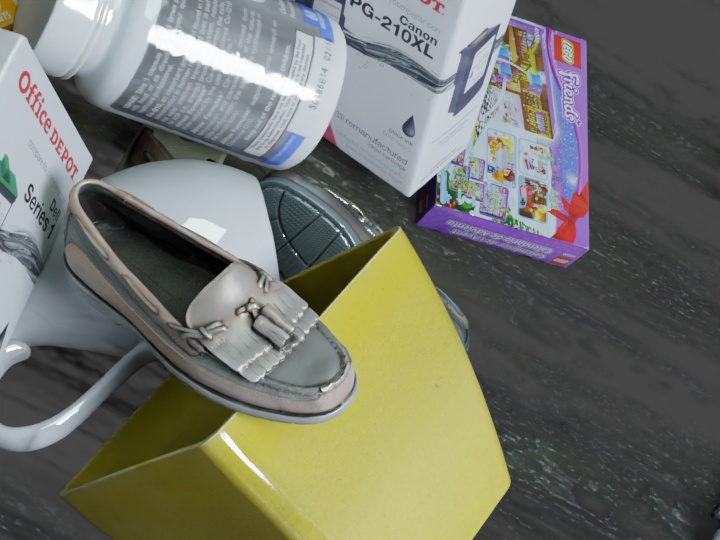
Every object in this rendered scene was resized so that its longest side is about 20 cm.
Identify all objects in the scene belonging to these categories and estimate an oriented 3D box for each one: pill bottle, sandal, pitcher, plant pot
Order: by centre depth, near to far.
[{"bbox_3d":[-0.148,0.020,0.997,0.199,0.121,0.172,-12,59,-8],"label":"pitcher"},{"bbox_3d":[-0.029,0.123,1.009,0.177,0.200,0.200,51,53,-11],"label":"plant pot"},{"bbox_3d":[-0.120,-0.148,1.069,0.200,0.114,0.114,19,59,-28],"label":"pill bottle"},{"bbox_3d":[-0.129,-0.070,1.121,0.080,0.057,0.201,23,60,-16],"label":"sandal"}]

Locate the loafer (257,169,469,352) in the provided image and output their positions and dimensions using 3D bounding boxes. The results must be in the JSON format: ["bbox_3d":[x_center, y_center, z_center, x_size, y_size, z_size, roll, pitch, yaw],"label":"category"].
[{"bbox_3d":[0.000,0.000,1.162,0.200,0.072,0.063,45,34,-10],"label":"loafer"}]

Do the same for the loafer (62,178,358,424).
[{"bbox_3d":[-0.089,0.015,0.884,0.200,0.063,0.072,29,54,25],"label":"loafer"}]

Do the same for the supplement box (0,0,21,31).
[{"bbox_3d":[-0.303,-0.225,1.094,0.126,0.074,0.200,-31,83,-36],"label":"supplement box"}]

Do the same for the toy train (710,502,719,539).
[{"bbox_3d":[0.341,0.183,1.239,0.114,0.087,0.200,42,56,7],"label":"toy train"}]

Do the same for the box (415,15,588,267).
[{"bbox_3d":[0.114,-0.112,1.284,0.137,0.039,0.201,15,60,-21],"label":"box"}]

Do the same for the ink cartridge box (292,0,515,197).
[{"bbox_3d":[0.021,-0.175,1.145,0.145,0.200,0.084,36,53,17],"label":"ink cartridge box"}]

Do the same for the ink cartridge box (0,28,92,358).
[{"bbox_3d":[-0.237,-0.023,0.891,0.084,0.146,0.200,16,69,14],"label":"ink cartridge box"}]
